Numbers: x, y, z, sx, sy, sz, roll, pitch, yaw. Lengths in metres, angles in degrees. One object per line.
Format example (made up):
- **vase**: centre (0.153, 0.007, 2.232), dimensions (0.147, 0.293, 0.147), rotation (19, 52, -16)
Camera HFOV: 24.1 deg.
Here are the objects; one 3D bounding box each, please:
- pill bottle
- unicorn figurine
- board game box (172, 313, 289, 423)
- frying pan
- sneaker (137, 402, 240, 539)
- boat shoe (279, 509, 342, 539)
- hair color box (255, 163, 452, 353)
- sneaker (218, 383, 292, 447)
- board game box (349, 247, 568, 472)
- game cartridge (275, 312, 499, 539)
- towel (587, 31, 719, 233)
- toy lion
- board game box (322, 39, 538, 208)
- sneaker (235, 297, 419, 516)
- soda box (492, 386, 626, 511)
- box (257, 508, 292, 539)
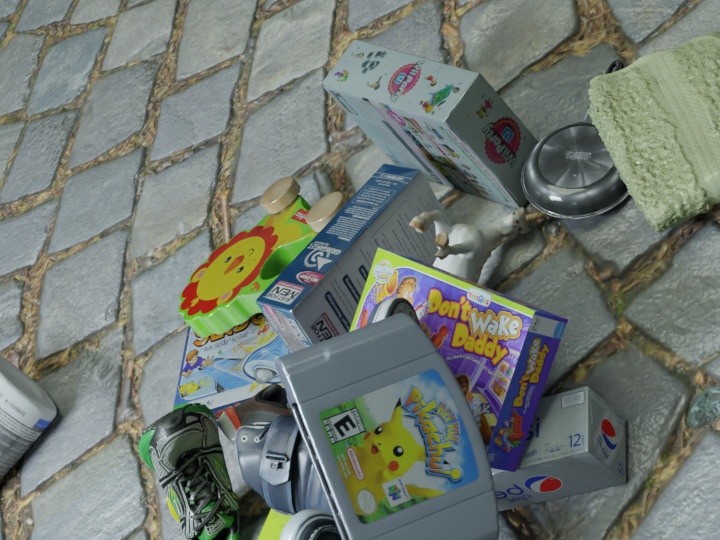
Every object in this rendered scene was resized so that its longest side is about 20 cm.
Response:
- **pill bottle**: centre (-0.450, 0.200, 1.914), dimensions (0.200, 0.114, 0.114), rotation (-49, 39, 0)
- **unicorn figurine**: centre (0.093, -0.002, 1.577), dimensions (0.074, 0.137, 0.200), rotation (34, 99, 30)
- **board game box**: centre (-0.101, 0.083, 1.745), dimensions (0.200, 0.034, 0.136), rotation (-19, 48, 32)
- **frying pan**: centre (0.230, -0.125, 1.601), dimensions (0.115, 0.031, 0.190), rotation (29, 70, 35)
- **sneaker**: centre (-0.148, 0.200, 1.585), dimensions (0.078, 0.200, 0.085), rotation (-29, 49, -11)
- **boat shoe**: centre (0.021, 0.270, 1.348), dimensions (0.071, 0.200, 0.091), rotation (-48, 26, -23)
- **hair color box**: centre (0.000, 0.000, 1.630), dimensions (0.060, 0.100, 0.200), rotation (14, 54, 48)
- **sneaker**: centre (-0.064, 0.161, 1.544), dimensions (0.082, 0.077, 0.200), rotation (-44, 38, -2)
- **board game box**: centre (0.071, 0.073, 1.440), dimensions (0.200, 0.045, 0.135), rotation (22, 95, 47)
- **game cartridge**: centre (0.028, 0.140, 1.332), dimensions (0.133, 0.200, 0.040), rotation (-20, -8, -19)
- **towel**: centre (0.292, -0.130, 1.525), dimensions (0.148, 0.037, 0.200), rotation (-25, 47, 10)
- **toy lion**: centre (-0.101, -0.004, 1.748), dimensions (0.192, 0.069, 0.200), rotation (-46, 25, -12)
- **board game box**: centre (0.075, -0.146, 1.678), dimensions (0.200, 0.148, 0.064), rotation (24, 75, 49)
- **sneaker**: centre (-0.031, 0.114, 1.429), dimensions (0.146, 0.077, 0.203), rotation (9, 87, 34)
- **soda box**: centre (0.125, 0.161, 1.443), dimensions (0.200, 0.068, 0.064), rotation (-19, 51, 32)
- **box**: centre (-0.011, 0.191, 1.564), dimensions (0.122, 0.048, 0.200), rotation (3, 61, 44)
